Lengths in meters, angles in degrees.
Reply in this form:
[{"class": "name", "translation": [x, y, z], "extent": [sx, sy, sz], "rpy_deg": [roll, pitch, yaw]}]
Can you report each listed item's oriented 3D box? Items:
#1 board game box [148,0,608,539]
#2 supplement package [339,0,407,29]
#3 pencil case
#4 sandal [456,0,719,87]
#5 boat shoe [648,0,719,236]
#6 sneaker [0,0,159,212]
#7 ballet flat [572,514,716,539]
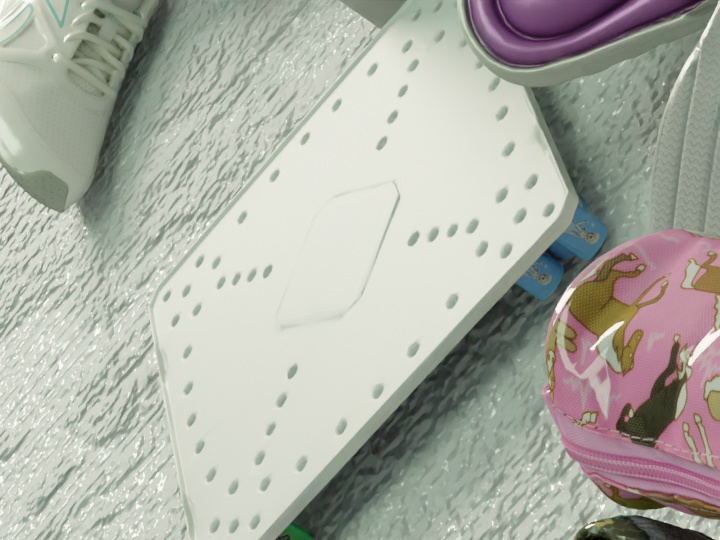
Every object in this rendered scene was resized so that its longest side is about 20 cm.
[{"class": "board game box", "translation": [0.000, 0.000, 1.095], "extent": [0.200, 0.026, 0.200], "rpy_deg": [-48, 29, 19]}, {"class": "supplement package", "translation": [0.015, -0.235, 1.182], "extent": [0.152, 0.150, 0.200], "rpy_deg": [-37, 33, 35]}, {"class": "pencil case", "translation": [0.131, 0.038, 0.762], "extent": [0.200, 0.086, 0.083], "rpy_deg": [15, 94, 59]}, {"class": "sandal", "translation": [0.118, -0.124, 0.950], "extent": [0.202, 0.050, 0.083], "rpy_deg": [-36, 73, 14]}, {"class": "boat shoe", "translation": [0.146, -0.067, 0.880], "extent": [0.072, 0.071, 0.201], "rpy_deg": [27, 105, 50]}, {"class": "sneaker", "translation": [-0.138, -0.111, 1.399], "extent": [0.080, 0.070, 0.201], "rpy_deg": [-31, 37, 24]}, {"class": "ballet flat", "translation": [0.057, 0.154, 0.788], "extent": [0.072, 0.072, 0.201], "rpy_deg": [-23, 43, 48]}]
